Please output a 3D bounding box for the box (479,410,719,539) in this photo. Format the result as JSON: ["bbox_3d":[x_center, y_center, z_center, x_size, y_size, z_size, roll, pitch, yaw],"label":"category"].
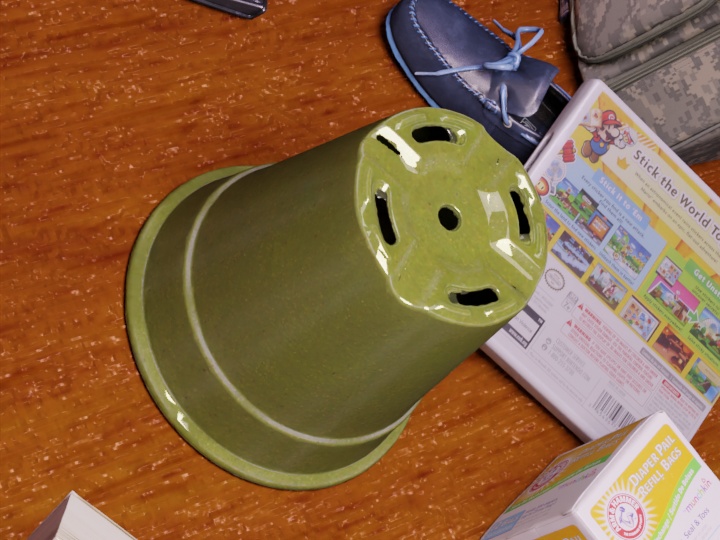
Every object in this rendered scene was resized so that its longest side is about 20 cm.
[{"bbox_3d":[0.181,0.200,1.170,0.200,0.112,0.101,52,53,-5],"label":"box"}]

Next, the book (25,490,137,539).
[{"bbox_3d":[-0.106,0.218,0.962,0.200,0.134,0.048,38,24,-14],"label":"book"}]

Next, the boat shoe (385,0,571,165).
[{"bbox_3d":[0.108,-0.117,1.281,0.200,0.069,0.084,37,54,-16],"label":"boat shoe"}]

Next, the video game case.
[{"bbox_3d":[0.165,0.011,1.251,0.200,0.023,0.182,42,73,-18],"label":"video game case"}]

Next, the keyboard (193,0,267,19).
[{"bbox_3d":[-0.070,-0.250,1.249,0.127,0.021,0.200,13,65,-23],"label":"keyboard"}]

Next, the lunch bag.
[{"bbox_3d":[0.237,-0.170,1.314,0.139,0.200,0.168,-10,80,-39],"label":"lunch bag"}]

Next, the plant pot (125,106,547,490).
[{"bbox_3d":[0.000,0.000,1.084,0.200,0.190,0.200,14,63,-28],"label":"plant pot"}]
